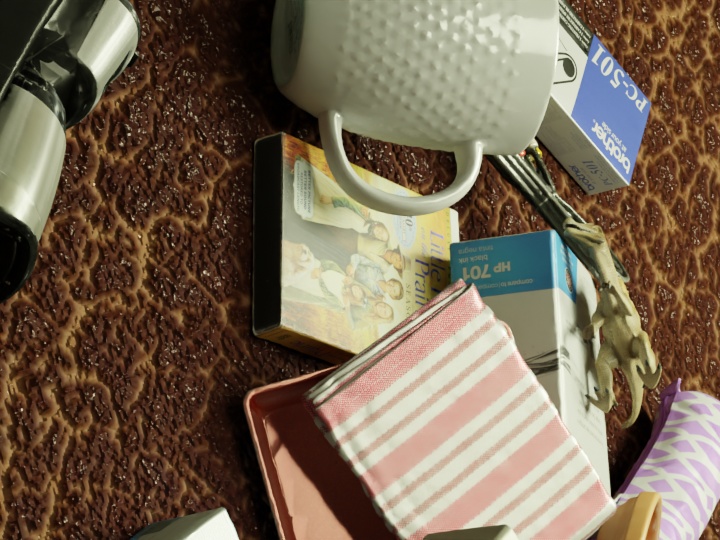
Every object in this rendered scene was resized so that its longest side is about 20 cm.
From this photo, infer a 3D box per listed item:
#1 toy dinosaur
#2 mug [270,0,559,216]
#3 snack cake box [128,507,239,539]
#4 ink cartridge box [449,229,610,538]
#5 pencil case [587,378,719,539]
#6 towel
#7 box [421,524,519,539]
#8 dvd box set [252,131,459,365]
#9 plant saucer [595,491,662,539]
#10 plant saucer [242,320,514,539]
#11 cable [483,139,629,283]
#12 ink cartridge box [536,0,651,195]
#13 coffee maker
[{"bbox_3d":[0.193,0.055,1.843,0.101,0.058,0.200,-77,154,-56],"label":"toy dinosaur"},{"bbox_3d":[0.032,-0.136,1.776,0.175,0.148,0.200,5,77,-17],"label":"mug"},{"bbox_3d":[-0.098,0.261,1.547,0.115,0.067,0.200,-34,105,-53],"label":"snack cake box"},{"bbox_3d":[0.126,0.088,1.849,0.146,0.086,0.200,43,44,-66],"label":"ink cartridge box"},{"bbox_3d":[0.238,0.176,2.007,0.085,0.084,0.200,43,40,-2],"label":"pencil case"},{"bbox_3d":[0.068,0.125,1.699,0.146,0.030,0.200,-36,99,-19],"label":"towel"},{"bbox_3d":[0.038,0.256,1.581,0.200,0.078,0.095,-44,113,-41],"label":"box"},{"bbox_3d":[0.000,0.000,1.799,0.200,0.029,0.147,23,60,-46],"label":"dvd box set"},{"bbox_3d":[0.177,0.253,1.799,0.200,0.037,0.200,10,90,-79],"label":"plant saucer"},{"bbox_3d":[0.032,0.154,1.714,0.199,0.037,0.200,-15,89,-20],"label":"plant saucer"},{"bbox_3d":[0.139,-0.073,1.930,0.200,0.050,0.097,49,8,16],"label":"cable"},{"bbox_3d":[0.157,-0.160,2.048,0.200,0.044,0.094,46,47,-33],"label":"ink cartridge box"},{"bbox_3d":[-0.237,-0.109,1.445,0.192,0.135,0.200,46,44,-31],"label":"coffee maker"}]
